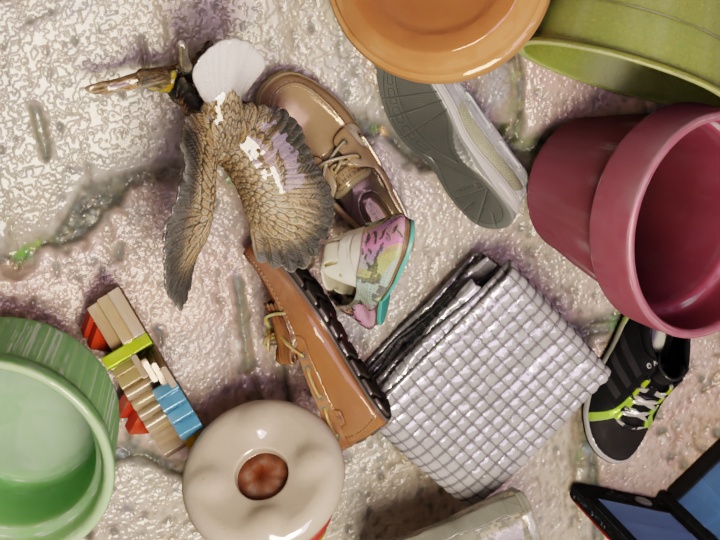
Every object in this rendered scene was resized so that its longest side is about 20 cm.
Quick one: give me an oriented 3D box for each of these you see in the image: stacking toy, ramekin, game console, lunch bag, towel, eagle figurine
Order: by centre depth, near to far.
[{"bbox_3d":[-0.118,-0.087,1.431,0.151,0.151,0.201,-24,80,12],"label":"eagle figurine"},{"bbox_3d":[-0.299,0.138,1.447,0.198,0.098,0.202,2,118,3],"label":"ramekin"},{"bbox_3d":[-0.071,0.221,1.546,0.145,0.147,0.200,-29,148,-6],"label":"stacking toy"},{"bbox_3d":[0.087,0.297,1.596,0.163,0.118,0.201,-19,144,-10],"label":"lunch bag"},{"bbox_3d":[0.109,0.099,1.598,0.200,0.086,0.165,-46,112,3],"label":"towel"},{"bbox_3d":[0.324,0.219,1.636,0.171,0.200,0.120,14,102,-20],"label":"game console"}]

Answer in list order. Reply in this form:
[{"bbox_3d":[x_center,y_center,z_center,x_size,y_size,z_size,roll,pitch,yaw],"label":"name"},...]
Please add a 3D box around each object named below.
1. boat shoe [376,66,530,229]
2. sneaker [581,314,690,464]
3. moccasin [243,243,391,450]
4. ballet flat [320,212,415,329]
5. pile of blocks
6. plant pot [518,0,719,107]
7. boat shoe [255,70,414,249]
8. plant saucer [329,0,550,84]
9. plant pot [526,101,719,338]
[{"bbox_3d":[0.086,-0.130,1.528,0.202,0.074,0.065,52,52,-21],"label":"boat shoe"},{"bbox_3d":[0.273,0.100,1.646,0.071,0.083,0.202,10,104,-19],"label":"sneaker"},{"bbox_3d":[-0.050,0.066,1.522,0.077,0.074,0.202,-30,95,11],"label":"moccasin"},{"bbox_3d":[0.000,0.000,1.483,0.071,0.200,0.070,14,70,-1],"label":"ballet flat"},{"bbox_3d":[-0.193,0.107,1.506,0.062,0.082,0.201,-31,114,-5],"label":"pile of blocks"},{"bbox_3d":[0.256,-0.258,1.485,0.199,0.200,0.191,17,89,-21],"label":"plant pot"},{"bbox_3d":[-0.015,-0.094,1.505,0.071,0.065,0.200,-42,114,0],"label":"boat shoe"},{"bbox_3d":[0.065,-0.260,1.438,0.198,0.037,0.202,0,89,10],"label":"plant saucer"},{"bbox_3d":[0.253,-0.059,1.521,0.199,0.179,0.202,-11,110,-32],"label":"plant pot"}]
